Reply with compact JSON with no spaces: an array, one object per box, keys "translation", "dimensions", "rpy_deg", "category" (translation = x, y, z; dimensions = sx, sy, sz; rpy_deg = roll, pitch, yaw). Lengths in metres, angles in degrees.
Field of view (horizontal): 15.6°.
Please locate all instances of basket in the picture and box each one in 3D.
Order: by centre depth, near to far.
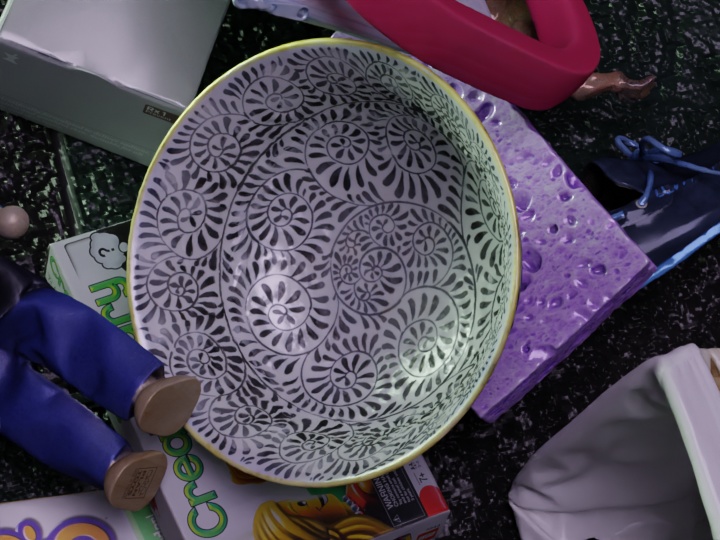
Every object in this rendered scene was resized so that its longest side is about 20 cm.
[{"translation":[0.172,0.119,1.225],"dimensions":[0.123,0.200,0.136],"rpy_deg":[-11,72,-22],"category":"basket"}]

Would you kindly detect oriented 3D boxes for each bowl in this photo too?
[{"translation":[0.000,0.000,1.215],"dimensions":[0.200,0.094,0.202],"rpy_deg":[-3,84,27],"category":"bowl"}]

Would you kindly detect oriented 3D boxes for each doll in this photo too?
[{"translation":[-0.172,0.037,1.223],"dimensions":[0.200,0.048,0.137],"rpy_deg":[32,108,25],"category":"doll"}]

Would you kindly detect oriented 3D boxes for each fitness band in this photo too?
[{"translation":[0.036,-0.145,1.221],"dimensions":[0.200,0.037,0.144],"rpy_deg":[18,40,-48],"category":"fitness band"}]

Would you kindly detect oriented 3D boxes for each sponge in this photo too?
[{"translation":[0.040,-0.037,1.276],"dimensions":[0.112,0.030,0.200],"rpy_deg":[-42,70,7],"category":"sponge"}]

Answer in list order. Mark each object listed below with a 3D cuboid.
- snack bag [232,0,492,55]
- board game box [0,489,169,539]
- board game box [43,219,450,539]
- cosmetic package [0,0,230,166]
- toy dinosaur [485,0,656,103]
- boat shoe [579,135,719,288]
[{"translation":[-0.017,-0.173,1.258],"dimensions":[0.188,0.021,0.201],"rpy_deg":[14,42,-42],"category":"snack bag"},{"translation":[-0.118,0.151,1.237],"dimensions":[0.199,0.030,0.096],"rpy_deg":[-7,70,-13],"category":"board game box"},{"translation":[-0.057,0.058,1.263],"dimensions":[0.126,0.035,0.201],"rpy_deg":[-18,65,-21],"category":"board game box"},{"translation":[-0.110,-0.165,1.328],"dimensions":[0.106,0.090,0.201],"rpy_deg":[22,69,-6],"category":"cosmetic package"},{"translation":[0.060,-0.122,1.355],"dimensions":[0.200,0.086,0.136],"rpy_deg":[-36,68,-1],"category":"toy dinosaur"},{"translation":[0.137,-0.030,1.333],"dimensions":[0.200,0.084,0.069],"rpy_deg":[-34,91,-25],"category":"boat shoe"}]
